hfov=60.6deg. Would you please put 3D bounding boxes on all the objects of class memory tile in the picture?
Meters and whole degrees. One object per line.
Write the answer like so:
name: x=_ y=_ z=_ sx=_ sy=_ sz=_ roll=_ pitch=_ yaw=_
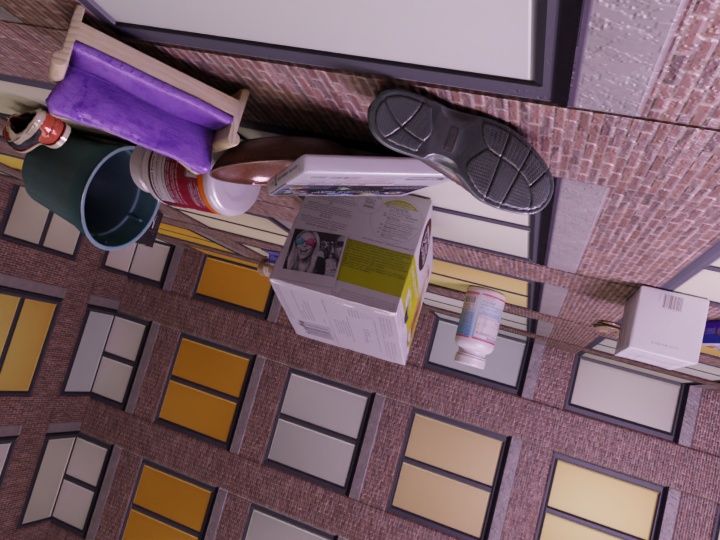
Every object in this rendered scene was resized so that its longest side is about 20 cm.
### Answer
memory tile: x=0.714 y=0.169 z=1.602 sx=0.196 sy=0.017 sz=0.153 roll=16 pitch=173 yaw=12

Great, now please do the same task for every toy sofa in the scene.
toy sofa: x=-0.229 y=-0.184 z=0.667 sx=0.197 sy=0.100 sz=0.082 roll=21 pitch=172 yaw=-29

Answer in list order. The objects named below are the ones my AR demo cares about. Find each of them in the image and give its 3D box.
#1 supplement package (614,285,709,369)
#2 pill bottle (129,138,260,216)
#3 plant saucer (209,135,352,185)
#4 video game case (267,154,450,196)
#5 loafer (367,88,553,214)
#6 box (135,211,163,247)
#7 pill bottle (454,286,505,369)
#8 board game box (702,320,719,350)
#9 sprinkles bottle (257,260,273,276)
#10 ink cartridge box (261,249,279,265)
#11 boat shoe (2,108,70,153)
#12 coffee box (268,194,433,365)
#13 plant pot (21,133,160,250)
supplement package: x=0.540 y=0.109 z=1.121 sx=0.112 sy=0.112 sz=0.200 roll=14 pitch=173 yaw=17
pill bottle: x=-0.255 y=-0.151 z=0.936 sx=0.197 sy=0.115 sz=0.112 roll=13 pitch=173 yaw=33
plant saucer: x=-0.093 y=-0.139 z=0.785 sx=0.196 sy=0.038 sz=0.200 roll=-2 pitch=179 yaw=0
video game case: x=0.000 y=-0.113 z=0.751 sx=0.196 sy=0.024 sz=0.181 roll=-3 pitch=180 yaw=-21
loafer: x=0.097 y=-0.120 z=0.600 sx=0.197 sy=0.073 sz=0.063 roll=25 pitch=-169 yaw=-13
box: x=-0.774 y=-0.169 z=2.000 sx=0.196 sy=0.127 sz=0.148 roll=16 pitch=174 yaw=17
pill bottle: x=0.313 y=0.153 z=1.641 sx=0.107 sy=0.204 sz=0.109 roll=16 pitch=174 yaw=2
board game box: x=0.729 y=0.129 z=1.113 sx=0.132 sy=0.046 sz=0.200 roll=16 pitch=173 yaw=0
sprinkles bottle: x=-0.358 y=-0.002 z=2.587 sx=0.068 sy=0.070 sz=0.198 roll=21 pitch=172 yaw=-39
ink cartridge box: x=-0.245 y=-0.021 z=2.271 sx=0.195 sy=0.048 sz=0.198 roll=11 pitch=174 yaw=45
boat shoe: x=-0.594 y=-0.255 z=1.100 sx=0.197 sy=0.072 sz=0.062 roll=9 pitch=165 yaw=38
coffee box: x=0.000 y=0.000 z=0.979 sx=0.196 sy=0.201 sz=0.201 roll=14 pitch=154 yaw=14
plant pot: x=-0.523 y=-0.168 z=1.185 sx=0.193 sy=0.203 sz=0.200 roll=23 pitch=176 yaw=20
